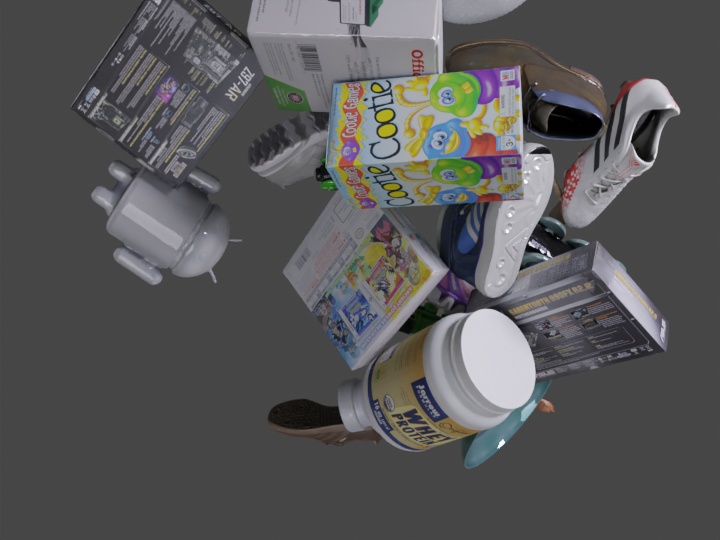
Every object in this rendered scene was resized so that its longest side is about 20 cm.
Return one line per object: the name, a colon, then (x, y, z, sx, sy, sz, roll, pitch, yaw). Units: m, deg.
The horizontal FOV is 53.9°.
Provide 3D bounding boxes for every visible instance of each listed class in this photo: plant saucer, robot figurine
plant saucer: (0.214, 0.211, 1.069, 0.036, 0.198, 0.202, 41, 130, 28)
robot figurine: (-0.260, -0.068, 0.959, 0.199, 0.113, 0.171, 35, 88, -15)

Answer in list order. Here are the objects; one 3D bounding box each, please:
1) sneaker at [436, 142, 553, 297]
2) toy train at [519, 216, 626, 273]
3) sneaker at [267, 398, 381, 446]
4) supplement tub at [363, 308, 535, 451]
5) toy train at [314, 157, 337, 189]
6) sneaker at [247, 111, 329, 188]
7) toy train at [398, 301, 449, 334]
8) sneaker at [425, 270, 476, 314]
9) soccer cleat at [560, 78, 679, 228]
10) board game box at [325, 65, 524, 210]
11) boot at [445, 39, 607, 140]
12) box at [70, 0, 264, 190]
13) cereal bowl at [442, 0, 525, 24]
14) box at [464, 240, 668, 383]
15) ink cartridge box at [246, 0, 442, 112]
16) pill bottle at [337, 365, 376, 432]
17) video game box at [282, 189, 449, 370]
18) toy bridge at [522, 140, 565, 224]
sneaker: (0.149, -0.082, 0.882, 0.080, 0.147, 0.203, -4, 121, -30)
toy train: (0.263, 0.007, 0.947, 0.198, 0.086, 0.114, 31, 153, -13)
sneaker: (-0.057, 0.266, 1.186, 0.196, 0.071, 0.076, -1, 125, 9)
supplement tub: (0.110, 0.141, 0.907, 0.144, 0.146, 0.199, 35, 140, -16)
toy train: (0.043, -0.123, 0.866, 0.196, 0.056, 0.042, -5, 81, 6)
sneaker: (-0.044, -0.169, 0.900, 0.198, 0.076, 0.082, -21, 147, 19)
toy train: (0.081, 0.069, 1.040, 0.197, 0.057, 0.042, 18, 125, -4)
sneaker: (0.184, 0.041, 0.999, 0.198, 0.081, 0.089, 31, 109, -15)
soccer cleat: (0.305, -0.128, 0.845, 0.068, 0.086, 0.202, 12, 121, -22)
board game box: (0.073, -0.137, 0.760, 0.197, 0.105, 0.105, -2, 159, 15)
boot: (0.193, -0.207, 0.810, 0.197, 0.097, 0.076, 14, 125, -2)
box: (-0.227, -0.226, 0.860, 0.160, 0.044, 0.200, 37, 107, -17)
cereal bowl: (0.114, -0.353, 0.731, 0.197, 0.084, 0.203, 4, 125, 6)
box: (0.255, 0.061, 0.893, 0.158, 0.049, 0.199, 42, 139, -20)
ink cartridge box: (-0.007, -0.244, 0.777, 0.197, 0.086, 0.146, 4, 161, 8)
pill bottle: (0.070, 0.190, 1.091, 0.197, 0.113, 0.113, -14, 122, 17)
video game box: (0.000, 0.000, 0.950, 0.183, 0.046, 0.201, 54, 126, 23)
toy bridge: (0.202, -0.128, 0.906, 0.198, 0.027, 0.067, 28, 123, -13)
